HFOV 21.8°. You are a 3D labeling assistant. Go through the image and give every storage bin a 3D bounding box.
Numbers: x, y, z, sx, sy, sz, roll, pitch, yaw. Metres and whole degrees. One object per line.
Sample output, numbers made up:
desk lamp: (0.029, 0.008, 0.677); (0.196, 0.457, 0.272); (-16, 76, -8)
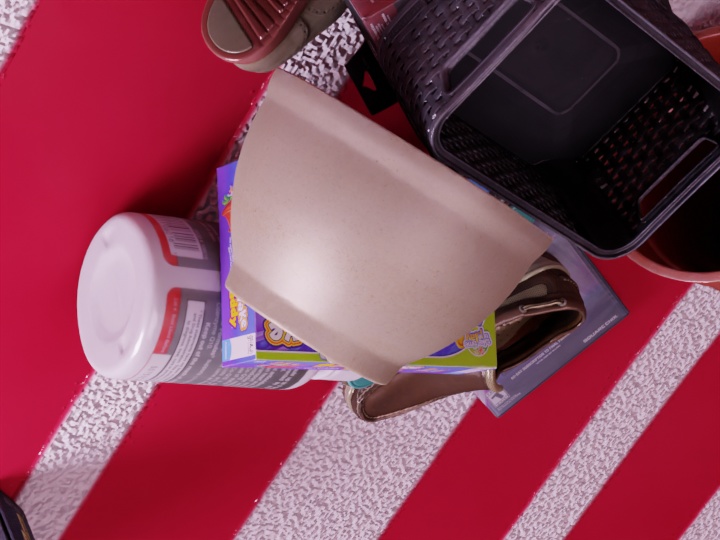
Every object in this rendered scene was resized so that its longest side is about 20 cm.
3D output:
storage bin: (0.124, -0.110, 1.121); (0.135, 0.094, 0.200); (-45, 133, 18)

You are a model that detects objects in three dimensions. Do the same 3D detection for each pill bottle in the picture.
pill bottle: (-0.086, 0.025, 1.310); (0.199, 0.114, 0.114); (7, 123, -34)

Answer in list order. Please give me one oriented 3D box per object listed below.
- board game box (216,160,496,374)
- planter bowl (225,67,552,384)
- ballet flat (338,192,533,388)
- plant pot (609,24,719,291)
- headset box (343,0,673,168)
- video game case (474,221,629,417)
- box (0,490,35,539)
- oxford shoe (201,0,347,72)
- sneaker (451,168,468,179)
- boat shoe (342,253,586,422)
board game box: (0.000, 0.000, 1.276); (0.199, 0.045, 0.135); (3, 80, -34)
planter bowl: (-0.001, -0.015, 1.150); (0.200, 0.200, 0.135); (31, 91, -43)
ballet flat: (0.046, 0.001, 1.399); (0.200, 0.074, 0.074); (-44, 135, 6)
plant pot: (0.312, -0.057, 1.431); (0.201, 0.201, 0.195); (-46, 142, 12)
headset box: (0.082, -0.167, 1.170); (0.199, 0.077, 0.149); (-30, 137, 1)
video game case: (0.120, 0.025, 1.499); (0.143, 0.019, 0.200); (-39, 136, 4)
box: (-0.313, 0.273, 1.355); (0.200, 0.158, 0.051); (-36, 136, 3)
oxford shoe: (-0.019, -0.209, 1.201); (0.200, 0.071, 0.075); (-44, 162, 7)
sneaker: (0.073, -0.143, 1.291); (0.087, 0.074, 0.201); (-31, 137, -9)
boat shoe: (0.083, 0.063, 1.443); (0.202, 0.075, 0.075); (-33, 136, -1)
